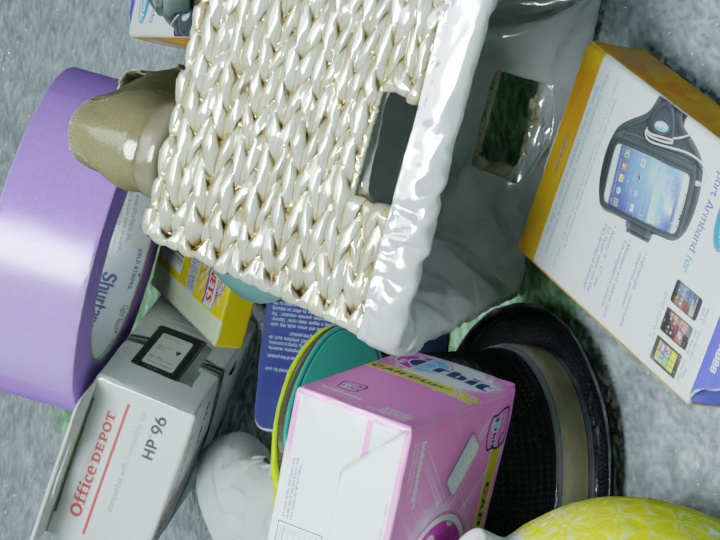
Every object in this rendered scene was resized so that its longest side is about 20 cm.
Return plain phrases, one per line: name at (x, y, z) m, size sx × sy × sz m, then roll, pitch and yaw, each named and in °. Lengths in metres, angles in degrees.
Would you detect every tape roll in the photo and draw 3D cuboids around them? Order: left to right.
tape roll at (-0.170, -0.018, 1.719) m, size 0.200 × 0.066 × 0.200 m, roll 16°, pitch -90°, yaw -85°

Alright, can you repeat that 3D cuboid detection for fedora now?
fedora at (0.052, 0.114, 1.515) m, size 0.200 × 0.091 × 0.201 m, roll -17°, pitch 69°, yaw 57°

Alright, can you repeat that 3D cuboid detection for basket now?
basket at (0.008, -0.084, 1.478) m, size 0.161 × 0.200 × 0.199 m, roll 19°, pitch 105°, yaw 17°

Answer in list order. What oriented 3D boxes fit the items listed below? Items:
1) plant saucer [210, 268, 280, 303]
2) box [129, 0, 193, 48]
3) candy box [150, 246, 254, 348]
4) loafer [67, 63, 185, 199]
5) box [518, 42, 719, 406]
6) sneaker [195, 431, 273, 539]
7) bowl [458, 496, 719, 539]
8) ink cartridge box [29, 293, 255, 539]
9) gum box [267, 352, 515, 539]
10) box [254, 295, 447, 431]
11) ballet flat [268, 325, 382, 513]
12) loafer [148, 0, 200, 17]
plant saucer at (-0.064, -0.082, 1.680) m, size 0.200 × 0.036 × 0.200 m, roll -20°, pitch 66°, yaw 58°
box at (-0.081, -0.189, 1.662) m, size 0.200 × 0.041 × 0.119 m, roll 12°, pitch 90°, yaw 67°
candy box at (-0.077, -0.063, 1.759) m, size 0.102 × 0.026 × 0.200 m, roll 39°, pitch 118°, yaw 52°
loafer at (-0.103, -0.079, 1.553) m, size 0.200 × 0.067 × 0.076 m, roll -6°, pitch -63°, yaw -79°
box at (0.156, -0.020, 1.407) m, size 0.200 × 0.041 × 0.119 m, roll 45°, pitch 122°, yaw 51°
sneaker at (-0.032, 0.137, 1.695) m, size 0.116 × 0.074 × 0.200 m, roll -47°, pitch 31°, yaw 17°
bowl at (0.082, 0.183, 1.355) m, size 0.200 × 0.108 × 0.200 m, roll -57°, pitch 10°, yaw 17°
ink cartridge box at (-0.133, 0.103, 1.757) m, size 0.200 × 0.068 × 0.116 m, roll -58°, pitch -11°, yaw -67°
gum box at (0.005, 0.150, 1.411) m, size 0.066 × 0.113 × 0.200 m, roll 19°, pitch 107°, yaw 26°
box at (0.000, 0.000, 1.654) m, size 0.121 × 0.032 × 0.200 m, roll 6°, pitch 88°, yaw 40°
ballet flat at (-0.027, 0.127, 1.582) m, size 0.067 × 0.067 × 0.200 m, roll 134°, pitch 146°, yaw -53°
loafer at (-0.090, -0.177, 1.574) m, size 0.200 × 0.063 × 0.072 m, roll -121°, pitch 21°, yaw -73°
